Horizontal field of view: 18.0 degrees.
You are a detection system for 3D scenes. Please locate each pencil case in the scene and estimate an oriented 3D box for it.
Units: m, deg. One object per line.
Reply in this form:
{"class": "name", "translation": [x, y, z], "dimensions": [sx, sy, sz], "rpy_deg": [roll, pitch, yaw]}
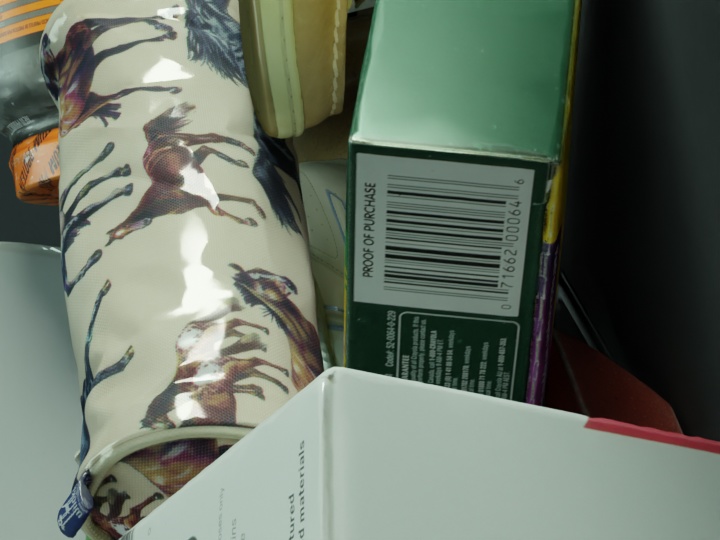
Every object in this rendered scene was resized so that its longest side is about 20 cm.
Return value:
{"class": "pencil case", "translation": [-0.059, -0.002, 0.710], "dimensions": [0.078, 0.089, 0.201], "rpy_deg": [33, -144, -42]}

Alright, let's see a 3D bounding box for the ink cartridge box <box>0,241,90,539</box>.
{"class": "ink cartridge box", "translation": [-0.091, 0.073, 1.032], "dimensions": [0.200, 0.084, 0.147], "rpy_deg": [16, -98, -63]}

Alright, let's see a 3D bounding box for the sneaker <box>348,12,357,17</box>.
{"class": "sneaker", "translation": [-0.020, -0.144, 0.947], "dimensions": [0.146, 0.077, 0.203], "rpy_deg": [-119, 34, -67]}

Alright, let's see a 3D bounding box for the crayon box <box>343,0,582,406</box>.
{"class": "crayon box", "translation": [0.031, -0.030, 0.678], "dimensions": [0.200, 0.058, 0.173], "rpy_deg": [92, -175, -50]}

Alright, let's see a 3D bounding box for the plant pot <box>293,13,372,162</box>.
{"class": "plant pot", "translation": [0.000, 0.000, 0.890], "dimensions": [0.200, 0.027, 0.201], "rpy_deg": [-13, 71, 43]}

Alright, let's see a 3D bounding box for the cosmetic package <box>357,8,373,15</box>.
{"class": "cosmetic package", "translation": [-0.040, -0.171, 1.062], "dimensions": [0.071, 0.105, 0.201], "rpy_deg": [-113, 14, -73]}

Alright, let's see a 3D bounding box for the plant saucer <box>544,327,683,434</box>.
{"class": "plant saucer", "translation": [0.097, 0.150, 0.691], "dimensions": [0.200, 0.037, 0.200], "rpy_deg": [-107, 10, -48]}

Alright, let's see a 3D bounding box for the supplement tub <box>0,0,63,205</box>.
{"class": "supplement tub", "translation": [-0.103, -0.132, 0.899], "dimensions": [0.123, 0.122, 0.201], "rpy_deg": [138, 124, -81]}

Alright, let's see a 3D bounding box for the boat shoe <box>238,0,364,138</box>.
{"class": "boat shoe", "translation": [-0.004, -0.140, 0.690], "dimensions": [0.073, 0.063, 0.202], "rpy_deg": [144, 129, -82]}

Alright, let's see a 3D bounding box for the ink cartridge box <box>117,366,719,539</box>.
{"class": "ink cartridge box", "translation": [0.010, 0.107, 0.578], "dimensions": [0.200, 0.145, 0.084], "rpy_deg": [-41, 44, 53]}

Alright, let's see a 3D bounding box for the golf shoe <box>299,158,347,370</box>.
{"class": "golf shoe", "translation": [0.017, 0.046, 0.787], "dimensions": [0.200, 0.097, 0.078], "rpy_deg": [59, 156, 9]}

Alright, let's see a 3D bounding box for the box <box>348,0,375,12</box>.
{"class": "box", "translation": [-0.033, -0.194, 0.804], "dimensions": [0.124, 0.097, 0.201], "rpy_deg": [-13, 85, 41]}

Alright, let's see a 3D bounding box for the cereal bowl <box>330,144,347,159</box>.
{"class": "cereal bowl", "translation": [0.010, 0.007, 0.996], "dimensions": [0.200, 0.083, 0.201], "rpy_deg": [171, 90, -82]}
